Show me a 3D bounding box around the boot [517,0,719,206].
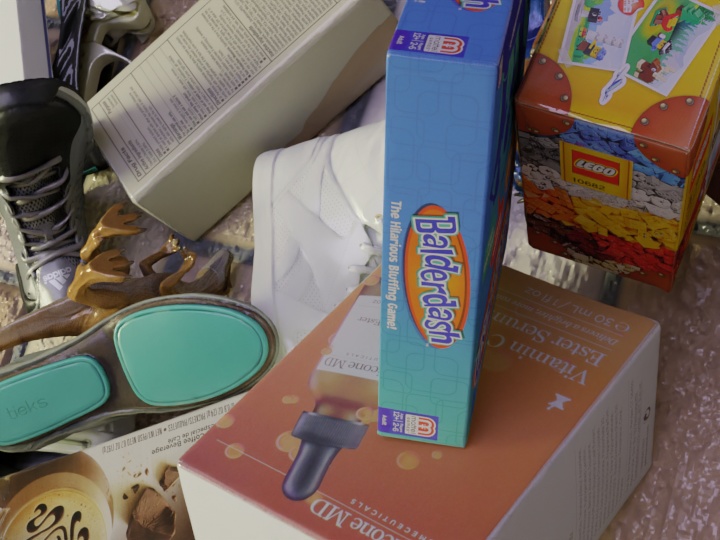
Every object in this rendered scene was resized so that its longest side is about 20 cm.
[{"bbox_3d":[0.166,-0.050,0.695,0.200,0.068,0.189,17,78,9],"label":"boot"}]

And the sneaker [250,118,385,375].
[{"bbox_3d":[0.000,0.000,0.791,0.115,0.074,0.200,-18,63,22],"label":"sneaker"}]

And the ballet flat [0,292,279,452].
[{"bbox_3d":[-0.136,0.054,0.787,0.200,0.064,0.068,-17,96,15],"label":"ballet flat"}]

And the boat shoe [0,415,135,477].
[{"bbox_3d":[-0.237,0.108,0.863,0.200,0.074,0.067,-12,66,21],"label":"boat shoe"}]

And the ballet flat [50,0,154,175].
[{"bbox_3d":[-0.183,-0.160,0.949,0.068,0.068,0.201,6,84,17],"label":"ballet flat"}]

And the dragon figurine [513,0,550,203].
[{"bbox_3d":[0.094,-0.123,0.793,0.099,0.059,0.200,-29,69,3],"label":"dragon figurine"}]

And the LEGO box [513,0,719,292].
[{"bbox_3d":[0.143,-0.115,0.624,0.077,0.149,0.200,18,71,17],"label":"LEGO box"}]

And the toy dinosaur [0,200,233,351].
[{"bbox_3d":[-0.160,0.022,0.804,0.200,0.106,0.060,-14,51,-23],"label":"toy dinosaur"}]

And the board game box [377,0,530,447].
[{"bbox_3d":[0.043,-0.046,0.593,0.045,0.200,0.152,8,41,8],"label":"board game box"}]

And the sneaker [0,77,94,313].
[{"bbox_3d":[-0.192,-0.032,0.843,0.075,0.200,0.116,-14,72,-12],"label":"sneaker"}]

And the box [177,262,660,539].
[{"bbox_3d":[0.036,0.096,0.666,0.152,0.107,0.200,22,47,30],"label":"box"}]

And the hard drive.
[{"bbox_3d":[-0.292,-0.115,0.966,0.200,0.025,0.132,-31,59,34],"label":"hard drive"}]

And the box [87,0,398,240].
[{"bbox_3d":[-0.075,-0.124,0.869,0.200,0.078,0.095,-40,59,7],"label":"box"}]

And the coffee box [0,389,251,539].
[{"bbox_3d":[-0.121,0.158,0.784,0.200,0.080,0.113,-20,64,19],"label":"coffee box"}]
